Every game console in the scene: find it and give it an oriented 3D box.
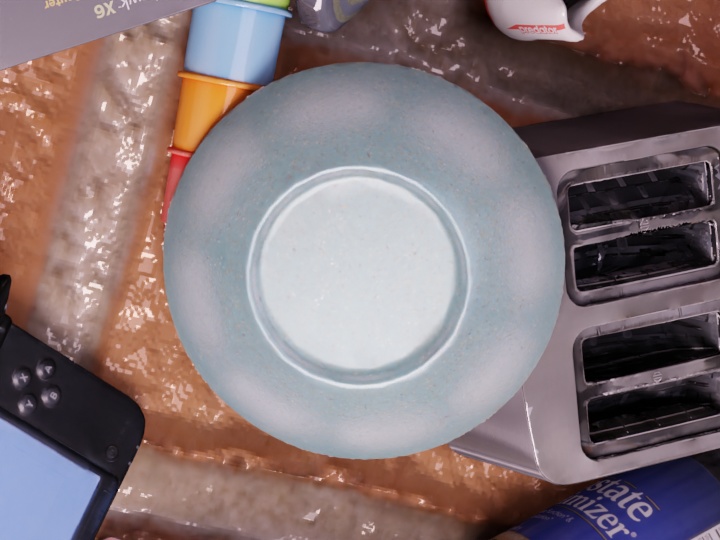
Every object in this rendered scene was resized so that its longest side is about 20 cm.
[{"bbox_3d":[-0.175,0.123,1.050,0.176,0.116,0.200,37,72,-37],"label":"game console"}]

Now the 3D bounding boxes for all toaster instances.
[{"bbox_3d":[0.122,0.008,1.206,0.200,0.119,0.181,-10,100,-24],"label":"toaster"}]

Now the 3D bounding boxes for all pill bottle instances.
[{"bbox_3d":[0.164,0.162,1.249,0.200,0.112,0.112,-25,107,-21],"label":"pill bottle"}]

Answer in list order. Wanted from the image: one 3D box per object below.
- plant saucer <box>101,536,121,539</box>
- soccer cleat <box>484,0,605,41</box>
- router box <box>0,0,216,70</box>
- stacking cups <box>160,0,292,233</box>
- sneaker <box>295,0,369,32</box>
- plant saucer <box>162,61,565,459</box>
[{"bbox_3d":[-0.080,0.264,1.138,0.199,0.037,0.200,23,85,11],"label":"plant saucer"},{"bbox_3d":[0.146,-0.198,1.204,0.200,0.085,0.069,-48,125,-11],"label":"soccer cleat"},{"bbox_3d":[-0.185,-0.172,1.055,0.200,0.052,0.157,-20,105,-12],"label":"router box"},{"bbox_3d":[-0.067,-0.115,1.133,0.060,0.060,0.200,11,93,-26],"label":"stacking cups"},{"bbox_3d":[0.046,-0.184,1.143,0.200,0.081,0.074,-42,148,-22],"label":"sneaker"},{"bbox_3d":[0.000,0.000,1.102,0.201,0.039,0.201,1,101,4],"label":"plant saucer"}]
